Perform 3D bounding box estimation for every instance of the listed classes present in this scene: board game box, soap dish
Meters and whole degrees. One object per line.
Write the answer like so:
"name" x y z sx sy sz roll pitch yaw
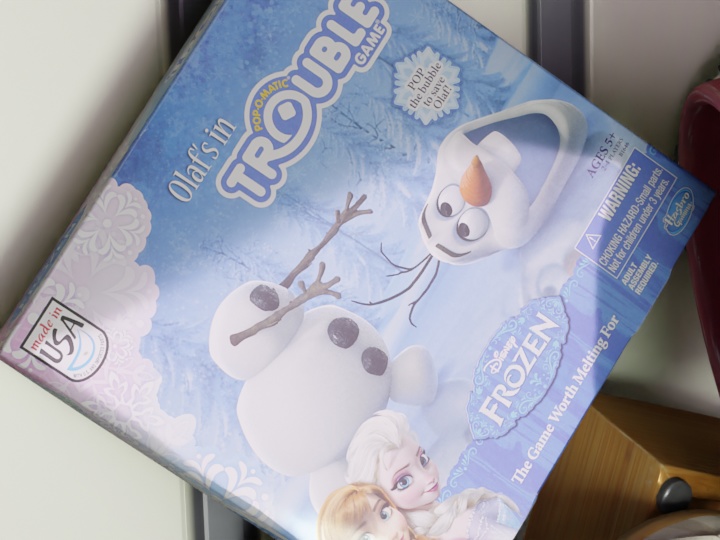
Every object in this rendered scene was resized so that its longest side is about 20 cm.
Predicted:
"board game box" 0.000 0.000 0.855 0.199 0.043 0.201 33 81 -11
"soap dish" 0.130 0.162 0.991 0.157 0.081 0.201 14 94 -34

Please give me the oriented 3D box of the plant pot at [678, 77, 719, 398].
"plant pot" 0.234 0.005 0.880 0.178 0.200 0.201 -14 110 -2

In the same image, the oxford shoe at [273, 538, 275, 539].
"oxford shoe" 0.003 0.108 0.904 0.075 0.070 0.201 18 90 -31

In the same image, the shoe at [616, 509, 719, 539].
"shoe" 0.098 0.147 0.874 0.199 0.053 0.070 -21 117 -39

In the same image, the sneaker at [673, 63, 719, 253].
"sneaker" 0.209 -0.074 0.972 0.077 0.086 0.200 28 103 -34
